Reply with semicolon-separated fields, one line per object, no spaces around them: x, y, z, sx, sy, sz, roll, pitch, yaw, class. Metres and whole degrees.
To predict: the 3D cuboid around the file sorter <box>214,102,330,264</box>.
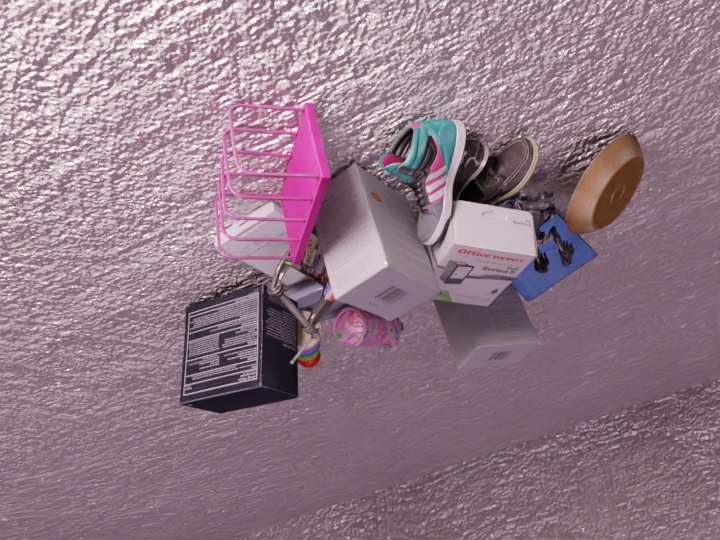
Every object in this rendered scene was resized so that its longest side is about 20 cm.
-0.136;-0.121;0.905;0.125;0.139;0.200;-1;146;-20;file sorter

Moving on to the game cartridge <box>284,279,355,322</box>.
-0.089;0.064;1.320;0.200;0.040;0.133;-24;151;14;game cartridge

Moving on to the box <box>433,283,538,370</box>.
0.264;0.099;1.368;0.152;0.200;0.106;-1;145;-21;box

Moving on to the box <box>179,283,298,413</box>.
-0.231;0.157;1.217;0.200;0.199;0.123;-16;151;27;box

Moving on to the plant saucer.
0.448;-0.144;1.130;0.200;0.035;0.200;-29;140;-28;plant saucer

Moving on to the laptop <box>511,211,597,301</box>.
0.327;-0.030;1.267;0.200;0.116;0.187;0;147;-44;laptop

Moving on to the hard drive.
-0.144;-0.043;1.133;0.132;0.027;0.200;-29;146;21;hard drive

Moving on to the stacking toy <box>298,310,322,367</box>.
-0.121;0.162;1.363;0.085;0.085;0.200;-11;154;-7;stacking toy

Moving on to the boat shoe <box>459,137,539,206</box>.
0.220;-0.151;1.074;0.065;0.073;0.200;1;146;-34;boat shoe

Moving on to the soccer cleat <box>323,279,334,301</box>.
0.000;0.000;1.161;0.073;0.068;0.200;-45;173;30;soccer cleat

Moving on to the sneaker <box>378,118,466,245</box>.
0.085;-0.139;0.974;0.121;0.084;0.200;4;106;-20;sneaker

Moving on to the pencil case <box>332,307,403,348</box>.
0.021;0.129;1.387;0.087;0.087;0.200;-29;159;21;pencil case

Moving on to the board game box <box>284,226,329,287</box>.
-0.051;-0.022;1.147;0.023;0.105;0.200;14;168;36;board game box

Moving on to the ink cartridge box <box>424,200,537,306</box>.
0.188;-0.023;1.078;0.145;0.084;0.200;8;151;-11;ink cartridge box

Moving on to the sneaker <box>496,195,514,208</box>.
0.212;-0.071;1.184;0.075;0.088;0.200;21;132;-42;sneaker

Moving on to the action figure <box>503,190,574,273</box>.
0.306;-0.083;1.132;0.119;0.102;0.200;-29;129;17;action figure

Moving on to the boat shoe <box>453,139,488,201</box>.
0.144;-0.144;1.069;0.057;0.067;0.200;15;135;-16;boat shoe

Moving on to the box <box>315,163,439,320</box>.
0.020;-0.043;1.022;0.106;0.200;0.152;-33;144;25;box

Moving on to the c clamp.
-0.106;0.052;1.137;0.171;0.027;0.200;-49;136;-22;c clamp
